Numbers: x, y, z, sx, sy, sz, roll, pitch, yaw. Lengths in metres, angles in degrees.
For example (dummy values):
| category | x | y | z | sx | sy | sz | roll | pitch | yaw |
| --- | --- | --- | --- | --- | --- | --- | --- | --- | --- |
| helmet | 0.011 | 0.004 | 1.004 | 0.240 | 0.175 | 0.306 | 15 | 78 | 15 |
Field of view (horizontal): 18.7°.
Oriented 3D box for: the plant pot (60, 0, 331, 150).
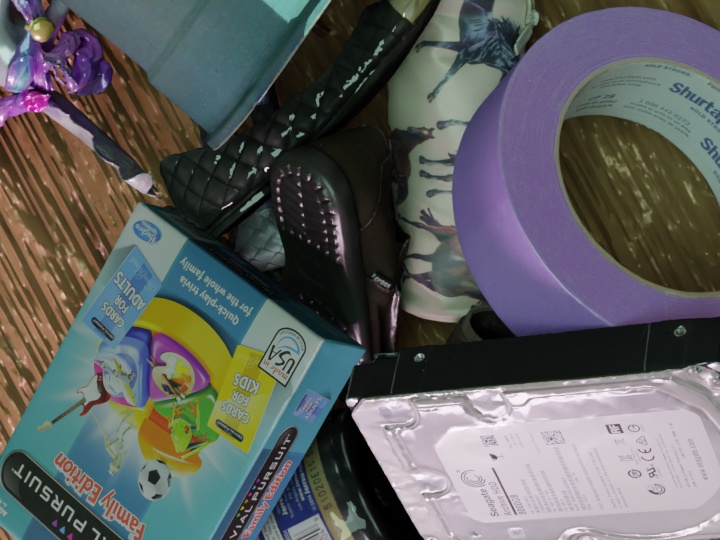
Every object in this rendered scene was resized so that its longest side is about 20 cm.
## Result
| category | x | y | z | sx | sy | sz | roll | pitch | yaw |
| --- | --- | --- | --- | --- | --- | --- | --- | --- | --- |
| plant pot | -0.099 | -0.198 | 1.116 | 0.196 | 0.200 | 0.200 | 34 | 103 | -8 |

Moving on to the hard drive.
| category | x | y | z | sx | sy | sz | roll | pitch | yaw |
| --- | --- | --- | --- | --- | --- | --- | --- | --- | --- |
| hard drive | 0.108 | 0.090 | 1.130 | 0.200 | 0.038 | 0.140 | -6 | 135 | 23 |

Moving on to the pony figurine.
| category | x | y | z | sx | sy | sz | roll | pitch | yaw |
| --- | --- | --- | --- | --- | --- | --- | --- | --- | --- |
| pony figurine | -0.198 | -0.122 | 1.245 | 0.166 | 0.193 | 0.200 | 12 | 102 | -28 |

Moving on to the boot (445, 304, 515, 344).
| category | x | y | z | sx | sy | sz | roll | pitch | yaw |
| --- | --- | --- | --- | --- | --- | --- | --- | --- | --- |
| boot | 0.129 | 0.099 | 1.208 | 0.200 | 0.070 | 0.146 | 15 | 131 | 9 |

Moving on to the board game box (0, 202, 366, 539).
| category | x | y | z | sx | sy | sz | roll | pitch | yaw |
| --- | --- | --- | --- | --- | --- | --- | --- | --- | --- |
| board game box | -0.108 | 0.087 | 1.209 | 0.151 | 0.047 | 0.200 | 35 | 100 | 31 |

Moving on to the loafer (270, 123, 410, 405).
| category | x | y | z | sx | sy | sz | roll | pitch | yaw |
| --- | --- | --- | --- | --- | --- | --- | --- | --- | --- |
| loafer | 0.000 | 0.000 | 1.210 | 0.071 | 0.200 | 0.073 | -37 | 59 | -27 |

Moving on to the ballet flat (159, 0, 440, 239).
| category | x | y | z | sx | sy | sz | roll | pitch | yaw |
| --- | --- | --- | --- | --- | --- | --- | --- | --- | --- |
| ballet flat | -0.032 | -0.096 | 1.188 | 0.200 | 0.066 | 0.057 | -42 | 88 | 16 |

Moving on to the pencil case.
| category | x | y | z | sx | sy | sz | roll | pitch | yaw |
| --- | --- | --- | --- | --- | --- | --- | --- | --- | --- |
| pencil case | 0.060 | -0.067 | 1.234 | 0.089 | 0.078 | 0.201 | 0 | 96 | 27 |

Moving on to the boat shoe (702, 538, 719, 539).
| category | x | y | z | sx | sy | sz | roll | pitch | yaw |
| --- | --- | --- | --- | --- | --- | --- | --- | --- | --- |
| boat shoe | 0.261 | 0.078 | 1.184 | 0.072 | 0.072 | 0.200 | 30 | 87 | -32 |

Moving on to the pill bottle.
| category | x | y | z | sx | sy | sz | roll | pitch | yaw |
| --- | --- | --- | --- | --- | --- | --- | --- | --- | --- |
| pill bottle | -0.067 | 0.171 | 1.271 | 0.200 | 0.112 | 0.112 | -28 | 89 | 14 |

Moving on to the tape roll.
| category | x | y | z | sx | sy | sz | roll | pitch | yaw |
| --- | --- | --- | --- | --- | --- | --- | --- | --- | --- |
| tape roll | 0.152 | -0.037 | 1.162 | 0.200 | 0.066 | 0.201 | 8 | 64 | -18 |

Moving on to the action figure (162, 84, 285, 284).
| category | x | y | z | sx | sy | sz | roll | pitch | yaw |
| --- | --- | --- | --- | --- | --- | --- | --- | --- | --- |
| action figure | -0.065 | -0.056 | 1.270 | 0.130 | 0.069 | 0.200 | -15 | 96 | 7 |

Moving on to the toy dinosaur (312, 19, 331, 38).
| category | x | y | z | sx | sy | sz | roll | pitch | yaw |
| --- | --- | --- | --- | --- | --- | --- | --- | --- | --- |
| toy dinosaur | -0.022 | -0.272 | 1.252 | 0.181 | 0.105 | 0.200 | -39 | 121 | 5 |
